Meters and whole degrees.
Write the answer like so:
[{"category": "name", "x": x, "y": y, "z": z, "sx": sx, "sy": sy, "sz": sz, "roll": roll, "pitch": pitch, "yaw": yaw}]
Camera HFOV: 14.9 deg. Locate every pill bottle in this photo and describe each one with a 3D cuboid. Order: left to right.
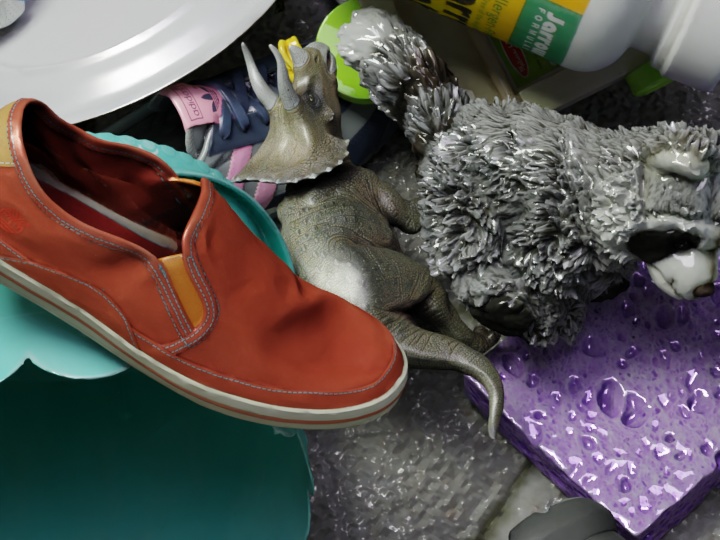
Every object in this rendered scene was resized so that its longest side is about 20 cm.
[{"category": "pill bottle", "x": 0.077, "y": -0.154, "z": 1.201, "sx": 0.200, "sy": 0.113, "sz": 0.113, "roll": 23, "pitch": 62, "yaw": 0}]

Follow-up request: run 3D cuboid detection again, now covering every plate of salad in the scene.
[{"category": "plate of salad", "x": -0.115, "y": -0.122, "z": 1.316, "sx": 0.200, "sy": 0.048, "sz": 0.200, "roll": -17, "pitch": 34, "yaw": 12}]

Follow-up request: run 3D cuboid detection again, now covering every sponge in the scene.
[{"category": "sponge", "x": 0.156, "y": 0.028, "z": 1.234, "sx": 0.200, "sy": 0.030, "sz": 0.112, "roll": -38, "pitch": 64, "yaw": -17}]

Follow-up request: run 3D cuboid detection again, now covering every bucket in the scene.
[{"category": "bucket", "x": -0.119, "y": 0.048, "z": 1.148, "sx": 0.207, "sy": 0.207, "sz": 0.135, "roll": -8, "pitch": 54, "yaw": 0}]

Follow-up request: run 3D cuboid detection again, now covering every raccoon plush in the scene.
[{"category": "raccoon plush", "x": 0.079, "y": -0.062, "z": 1.169, "sx": 0.200, "sy": 0.134, "sz": 0.097, "roll": 49, "pitch": 35, "yaw": 5}]

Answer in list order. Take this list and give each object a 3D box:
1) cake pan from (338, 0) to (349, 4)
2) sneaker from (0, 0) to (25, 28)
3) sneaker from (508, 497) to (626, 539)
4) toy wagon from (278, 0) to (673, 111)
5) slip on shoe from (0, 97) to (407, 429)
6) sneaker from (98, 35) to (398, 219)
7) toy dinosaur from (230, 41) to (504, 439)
[{"category": "cake pan", "x": 0.065, "y": -0.197, "z": 1.363, "sx": 0.200, "sy": 0.037, "sz": 0.201, "roll": -2, "pitch": 59, "yaw": 3}, {"category": "sneaker", "x": -0.219, "y": -0.196, "z": 1.312, "sx": 0.146, "sy": 0.081, "sz": 0.200, "roll": 9, "pitch": 56, "yaw": -30}, {"category": "sneaker", "x": 0.043, "y": 0.173, "z": 1.130, "sx": 0.200, "sy": 0.075, "sz": 0.079, "roll": -35, "pitch": 65, "yaw": -15}, {"category": "toy wagon", "x": 0.055, "y": -0.130, "z": 1.275, "sx": 0.200, "sy": 0.040, "sz": 0.155, "roll": -26, "pitch": 86, "yaw": -3}, {"category": "slip on shoe", "x": -0.065, "y": -0.001, "z": 1.035, "sx": 0.200, "sy": 0.061, "sz": 0.074, "roll": 29, "pitch": 38, "yaw": -17}, {"category": "sneaker", "x": -0.057, "y": -0.065, "z": 1.275, "sx": 0.200, "sy": 0.082, "sz": 0.070, "roll": -34, "pitch": 63, "yaw": -16}, {"category": "toy dinosaur", "x": 0.000, "y": 0.000, "z": 1.209, "sx": 0.102, "sy": 0.077, "sz": 0.200, "roll": 9, "pitch": 52, "yaw": -40}]
